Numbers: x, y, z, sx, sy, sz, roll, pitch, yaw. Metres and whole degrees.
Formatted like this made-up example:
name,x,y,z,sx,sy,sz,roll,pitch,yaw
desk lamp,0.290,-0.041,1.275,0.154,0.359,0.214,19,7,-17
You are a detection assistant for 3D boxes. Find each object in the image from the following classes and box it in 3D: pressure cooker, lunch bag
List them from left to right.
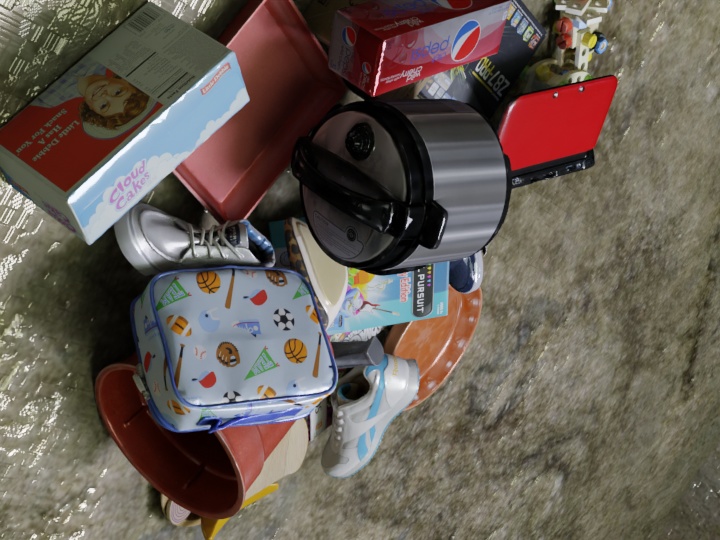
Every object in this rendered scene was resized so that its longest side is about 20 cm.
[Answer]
name,x,y,z,sx,sy,sz,roll,pitch,yaw
lunch bag,-0.126,0.079,1.463,0.199,0.161,0.076,-4,157,-34
pressure cooker,0.032,-0.089,1.536,0.199,0.180,0.175,-7,169,-45

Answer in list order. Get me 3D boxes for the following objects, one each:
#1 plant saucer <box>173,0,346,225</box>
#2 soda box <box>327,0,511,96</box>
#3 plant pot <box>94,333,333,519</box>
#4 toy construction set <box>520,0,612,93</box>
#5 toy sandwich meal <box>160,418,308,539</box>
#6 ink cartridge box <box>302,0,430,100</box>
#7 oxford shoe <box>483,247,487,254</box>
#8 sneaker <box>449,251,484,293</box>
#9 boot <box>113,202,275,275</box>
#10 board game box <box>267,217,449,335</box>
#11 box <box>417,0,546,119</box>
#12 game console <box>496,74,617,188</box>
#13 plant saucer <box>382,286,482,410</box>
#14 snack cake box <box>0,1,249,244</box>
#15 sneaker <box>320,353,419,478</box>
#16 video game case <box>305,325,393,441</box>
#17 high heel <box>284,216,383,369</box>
name,x,y,z,sx,sy,sz,roll,pitch,yaw
plant saucer,-0.116,-0.161,1.497,0.200,0.037,0.200,-52,149,-8
soda box,0.060,-0.235,1.501,0.199,0.070,0.064,-25,139,-41
plant pot,-0.140,0.120,1.592,0.195,0.200,0.202,-44,149,-35
toy construction set,0.257,-0.287,1.882,0.131,0.092,0.201,-34,154,-33
toy sandwich meal,-0.148,0.231,1.791,0.205,0.070,0.206,-36,145,-31
ink cartridge box,0.045,-0.282,1.577,0.201,0.075,0.165,-53,151,-5
oxford shoe,0.096,-0.053,1.871,0.199,0.075,0.071,7,114,-57
sneaker,0.069,-0.053,1.765,0.108,0.070,0.201,-30,102,-43
boot,-0.157,-0.032,1.486,0.095,0.074,0.200,-16,164,17
board game box,0.000,0.000,1.707,0.198,0.047,0.152,-9,136,-7
box,0.127,-0.256,1.751,0.162,0.049,0.200,-54,152,2
game console,0.195,-0.167,1.852,0.199,0.172,0.120,-15,104,-38
plant saucer,0.085,0.090,1.970,0.200,0.032,0.201,-40,148,-31
snack cake box,-0.207,-0.130,1.312,0.200,0.115,0.067,-44,149,-20
sneaker,-0.006,0.177,1.884,0.080,0.077,0.201,16,123,-25
video game case,-0.006,0.096,1.904,0.200,0.036,0.182,-37,146,-31
high heel,-0.074,0.033,1.654,0.072,0.142,0.201,-53,125,-44
